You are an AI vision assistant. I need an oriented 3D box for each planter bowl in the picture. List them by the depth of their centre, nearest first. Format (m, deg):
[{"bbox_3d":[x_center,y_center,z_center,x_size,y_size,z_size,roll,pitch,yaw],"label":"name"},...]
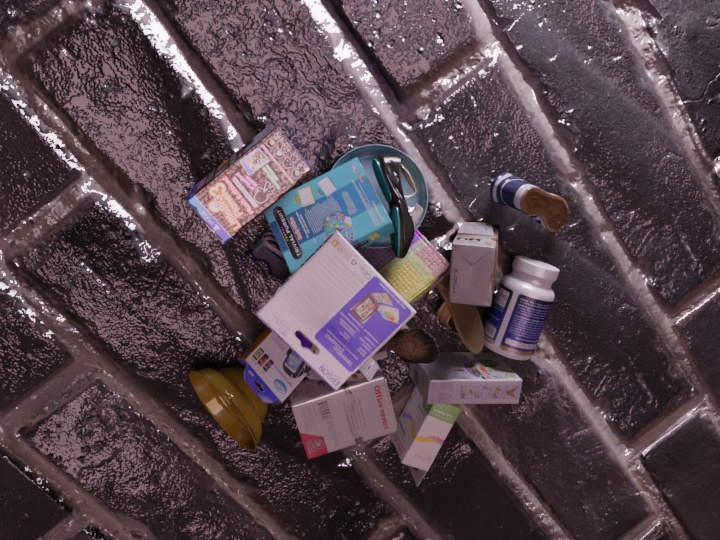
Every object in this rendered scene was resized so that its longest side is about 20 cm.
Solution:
[{"bbox_3d":[-0.243,0.253,1.212,0.083,0.200,0.201,-40,112,-30],"label":"planter bowl"}]

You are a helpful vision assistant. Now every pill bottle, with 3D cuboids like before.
[{"bbox_3d":[0.337,0.076,1.285,0.115,0.116,0.201,14,104,-15],"label":"pill bottle"}]

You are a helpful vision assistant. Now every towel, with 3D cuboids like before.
[{"bbox_3d":[0.065,-0.026,1.183,0.144,0.023,0.200,-38,73,-15],"label":"towel"}]

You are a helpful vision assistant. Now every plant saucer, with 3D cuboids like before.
[{"bbox_3d":[0.030,-0.141,1.178,0.199,0.027,0.201,0,85,-2],"label":"plant saucer"}]

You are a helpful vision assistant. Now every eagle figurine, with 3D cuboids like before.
[{"bbox_3d":[0.052,0.126,1.198,0.152,0.200,0.151,-31,109,2],"label":"eagle figurine"}]

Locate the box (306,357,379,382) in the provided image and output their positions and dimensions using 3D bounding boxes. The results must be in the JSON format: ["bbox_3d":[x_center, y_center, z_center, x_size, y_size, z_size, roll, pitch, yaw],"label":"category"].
[{"bbox_3d":[-0.045,0.191,1.209,0.039,0.200,0.041,53,54,-20],"label":"box"}]

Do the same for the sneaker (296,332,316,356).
[{"bbox_3d":[-0.109,0.067,1.162,0.099,0.070,0.201,16,106,-12],"label":"sneaker"}]

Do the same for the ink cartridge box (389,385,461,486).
[{"bbox_3d":[0.128,0.346,1.322,0.067,0.117,0.200,23,100,-16],"label":"ink cartridge box"}]

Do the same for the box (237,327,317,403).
[{"bbox_3d":[-0.148,0.163,1.206,0.200,0.041,0.119,-46,112,-28],"label":"box"}]

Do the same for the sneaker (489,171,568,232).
[{"bbox_3d":[0.343,-0.143,1.255,0.200,0.108,0.070,19,101,-46],"label":"sneaker"}]

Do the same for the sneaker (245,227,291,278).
[{"bbox_3d":[-0.127,-0.006,1.210,0.200,0.075,0.087,39,128,-25],"label":"sneaker"}]

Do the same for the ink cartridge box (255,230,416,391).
[{"bbox_3d":[-0.042,0.070,1.058,0.200,0.043,0.198,-44,96,2],"label":"ink cartridge box"}]

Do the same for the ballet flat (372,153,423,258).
[{"bbox_3d":[0.077,-0.125,1.135,0.068,0.068,0.201,-12,86,-13],"label":"ballet flat"}]

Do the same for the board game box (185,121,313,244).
[{"bbox_3d":[-0.197,-0.161,1.089,0.200,0.159,0.097,-38,109,3],"label":"board game box"}]

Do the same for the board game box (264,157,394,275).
[{"bbox_3d":[-0.061,-0.094,1.115,0.200,0.047,0.151,-26,69,0],"label":"board game box"}]

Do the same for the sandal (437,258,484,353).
[{"bbox_3d":[0.189,0.078,1.291,0.078,0.070,0.212,-28,94,-40],"label":"sandal"}]

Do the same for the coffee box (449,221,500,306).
[{"bbox_3d":[0.223,-0.019,1.185,0.079,0.200,0.115,5,108,14],"label":"coffee box"}]

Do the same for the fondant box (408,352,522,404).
[{"bbox_3d":[0.217,0.224,1.290,0.199,0.144,0.058,1,105,-11],"label":"fondant box"}]

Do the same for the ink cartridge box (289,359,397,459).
[{"bbox_3d":[-0.037,0.290,1.288,0.199,0.083,0.147,-16,114,-7],"label":"ink cartridge box"}]
